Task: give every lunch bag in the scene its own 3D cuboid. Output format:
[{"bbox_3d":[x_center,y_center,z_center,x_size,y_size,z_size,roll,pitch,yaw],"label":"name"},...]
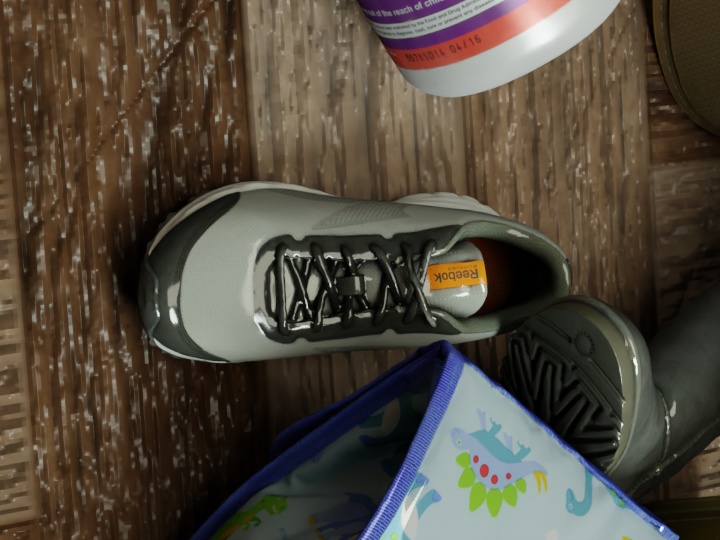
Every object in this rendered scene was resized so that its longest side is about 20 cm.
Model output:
[{"bbox_3d":[0.022,0.147,0.854,0.200,0.127,0.170,-48,120,3],"label":"lunch bag"}]

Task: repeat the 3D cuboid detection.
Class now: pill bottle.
[{"bbox_3d":[0.022,-0.178,0.859,0.112,0.112,0.200,-44,115,-24],"label":"pill bottle"}]

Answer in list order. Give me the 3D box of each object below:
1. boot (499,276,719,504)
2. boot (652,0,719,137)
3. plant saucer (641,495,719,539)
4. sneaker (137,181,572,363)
[{"bbox_3d":[0.152,0.032,0.949,0.200,0.073,0.182,-31,153,-25],"label":"boot"},{"bbox_3d":[0.233,-0.112,1.032,0.155,0.077,0.200,-45,110,-28],"label":"boot"},{"bbox_3d":[0.134,0.171,0.918,0.048,0.200,0.200,34,73,-10],"label":"plant saucer"},{"bbox_3d":[0.000,0.000,0.876,0.199,0.079,0.074,-5,97,-33],"label":"sneaker"}]
